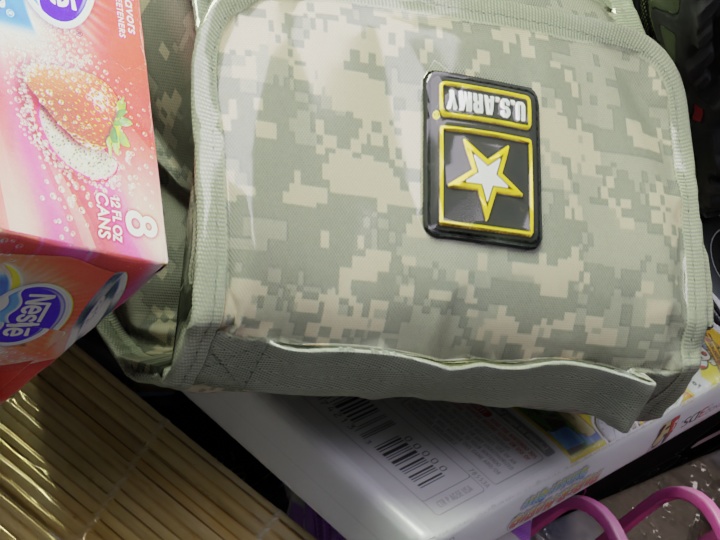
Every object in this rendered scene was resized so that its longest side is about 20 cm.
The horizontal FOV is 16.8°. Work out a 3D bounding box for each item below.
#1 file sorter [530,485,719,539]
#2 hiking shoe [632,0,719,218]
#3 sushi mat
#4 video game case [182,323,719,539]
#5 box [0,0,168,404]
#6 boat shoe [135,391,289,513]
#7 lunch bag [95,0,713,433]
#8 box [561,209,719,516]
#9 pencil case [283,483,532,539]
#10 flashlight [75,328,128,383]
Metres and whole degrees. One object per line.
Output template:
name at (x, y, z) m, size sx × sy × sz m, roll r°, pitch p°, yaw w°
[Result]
file sorter at (0.130, 0.150, 0.811) m, size 0.199 × 0.125 × 0.140 m, roll 3°, pitch 56°, yaw -41°
hiking shoe at (0.102, -0.098, 0.744) m, size 0.075 × 0.200 × 0.101 m, roll -28°, pitch 63°, yaw -12°
sushi mat at (-0.113, 0.052, 0.677) m, size 0.200 × 0.012 × 0.096 m, roll 38°, pitch 68°, yaw 10°
video game case at (0.000, 0.000, 0.754) m, size 0.200 × 0.023 × 0.182 m, roll 39°, pitch 36°, yaw 24°
box at (-0.124, -0.077, 0.640) m, size 0.102 × 0.095 × 0.201 m, roll 11°, pitch 57°, yaw -35°
boat shoe at (-0.085, 0.061, 0.739) m, size 0.200 × 0.069 × 0.084 m, roll -23°, pitch 73°, yaw -49°
lunch bag at (0.000, -0.043, 0.689) m, size 0.163 × 0.118 × 0.201 m, roll 6°, pitch 42°, yaw -30°
box at (0.117, -0.004, 0.914) m, size 0.199 × 0.149 × 0.125 m, roll -14°, pitch 67°, yaw -47°
pencil case at (-0.002, 0.144, 0.703) m, size 0.085 × 0.084 × 0.201 m, roll 30°, pitch 53°, yaw -29°
flashlight at (-0.156, -0.024, 0.750) m, size 0.199 × 0.068 × 0.068 m, roll 24°, pitch 46°, yaw -26°
